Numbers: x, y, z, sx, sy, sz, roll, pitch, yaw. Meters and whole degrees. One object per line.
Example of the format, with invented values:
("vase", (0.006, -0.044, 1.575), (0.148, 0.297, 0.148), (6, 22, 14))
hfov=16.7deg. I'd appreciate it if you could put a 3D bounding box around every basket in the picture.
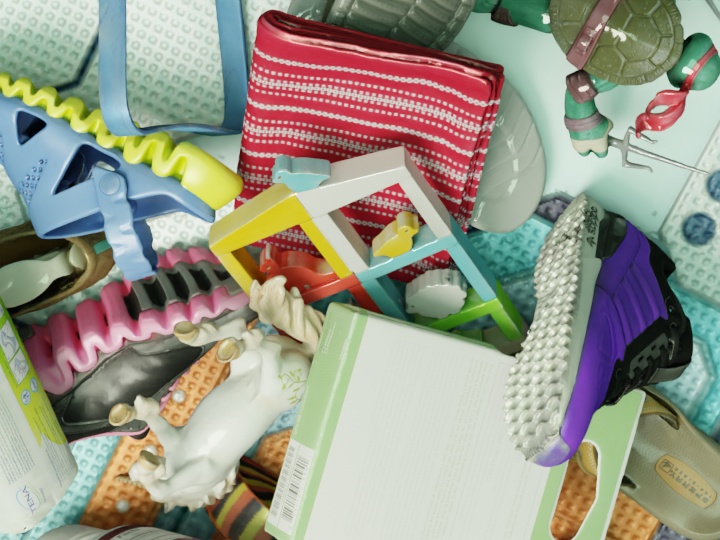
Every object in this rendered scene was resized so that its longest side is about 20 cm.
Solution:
("basket", (-0.107, -0.176, 1.407), (0.139, 0.176, 0.200), (-6, 90, 18))

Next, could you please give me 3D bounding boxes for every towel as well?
("towel", (0.000, -0.066, 1.439), (0.145, 0.022, 0.200), (14, 140, 2))

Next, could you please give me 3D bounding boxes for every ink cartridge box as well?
("ink cartridge box", (0.058, 0.113, 1.467), (0.200, 0.048, 0.146), (15, 91, -24))

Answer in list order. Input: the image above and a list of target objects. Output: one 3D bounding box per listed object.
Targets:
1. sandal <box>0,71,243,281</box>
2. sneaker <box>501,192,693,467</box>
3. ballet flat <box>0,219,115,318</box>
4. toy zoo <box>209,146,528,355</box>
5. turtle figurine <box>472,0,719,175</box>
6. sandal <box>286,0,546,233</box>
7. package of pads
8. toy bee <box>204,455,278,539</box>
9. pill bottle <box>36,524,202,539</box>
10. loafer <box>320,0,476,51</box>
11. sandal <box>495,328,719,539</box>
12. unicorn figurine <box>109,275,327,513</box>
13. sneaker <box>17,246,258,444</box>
("sandal", (-0.174, -0.057, 1.456), (0.200, 0.079, 0.087), (22, 84, 17))
("sneaker", (0.150, 0.044, 1.442), (0.099, 0.200, 0.070), (29, 135, -13))
("ballet flat", (-0.243, 0.016, 1.503), (0.200, 0.072, 0.068), (-19, 101, 7))
("toy zoo", (0.000, 0.000, 1.458), (0.131, 0.020, 0.200), (-22, 131, 19))
("turtle figurine", (0.146, -0.150, 1.437), (0.200, 0.101, 0.150), (33, 89, 6))
("sandal", (0.036, -0.106, 1.477), (0.082, 0.050, 0.203), (-47, 110, -4))
("package of pads", (-0.276, 0.076, 1.458), (0.200, 0.068, 0.155), (6, 130, 35))
("toy bee", (-0.006, 0.189, 1.518), (0.200, 0.109, 0.131), (14, 104, 0))
("pill bottle", (-0.116, 0.217, 1.481), (0.200, 0.114, 0.114), (7, 108, 42))
("loafer", (0.040, -0.194, 1.405), (0.075, 0.070, 0.200), (29, 104, -20))
("sandal", (0.159, 0.104, 1.518), (0.200, 0.054, 0.080), (35, 102, -6))
("unicorn figurine", (-0.091, 0.091, 1.464), (0.200, 0.137, 0.074), (-34, 63, 15))
("sneaker", (-0.140, 0.058, 1.520), (0.200, 0.079, 0.095), (-25, 123, 8))
